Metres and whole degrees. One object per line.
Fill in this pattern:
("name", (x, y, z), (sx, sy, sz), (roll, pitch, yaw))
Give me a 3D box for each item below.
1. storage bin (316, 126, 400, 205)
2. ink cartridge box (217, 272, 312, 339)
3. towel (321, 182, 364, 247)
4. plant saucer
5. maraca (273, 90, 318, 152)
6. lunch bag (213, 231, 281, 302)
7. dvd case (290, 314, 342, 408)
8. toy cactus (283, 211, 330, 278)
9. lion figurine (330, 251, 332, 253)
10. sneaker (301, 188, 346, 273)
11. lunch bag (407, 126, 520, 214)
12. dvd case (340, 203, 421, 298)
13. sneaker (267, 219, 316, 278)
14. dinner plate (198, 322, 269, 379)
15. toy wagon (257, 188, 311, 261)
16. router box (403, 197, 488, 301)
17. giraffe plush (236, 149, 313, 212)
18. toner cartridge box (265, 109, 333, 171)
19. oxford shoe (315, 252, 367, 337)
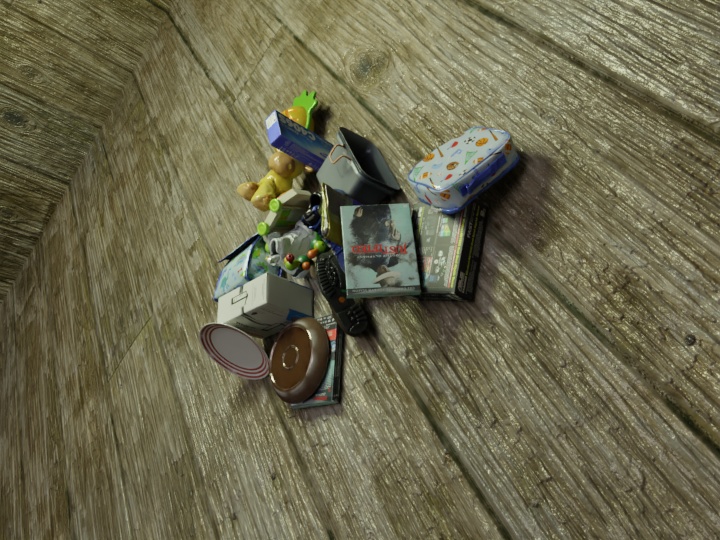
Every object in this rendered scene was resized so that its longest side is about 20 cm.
("storage bin", (-0.024, -0.215, 1.485), (0.134, 0.145, 0.200), (-49, 44, 25))
("ink cartridge box", (-0.235, 0.092, 1.569), (0.200, 0.146, 0.085), (-26, 56, 39))
("towel", (-0.006, -0.094, 1.354), (0.023, 0.199, 0.144), (-35, 44, 36))
("plant saucer", (-0.151, 0.201, 1.464), (0.200, 0.032, 0.201), (-21, 60, 41))
("maraca", (-0.176, -0.398, 1.752), (0.137, 0.107, 0.201), (25, 92, 46))
("lunch bag", (-0.292, -0.014, 1.704), (0.170, 0.127, 0.201), (-29, 40, 41))
("dvd case", (-0.100, 0.206, 1.459), (0.146, 0.022, 0.201), (-19, 59, 41))
("toy cactus", (-0.110, -0.046, 1.499), (0.102, 0.165, 0.200), (25, 52, 15))
("lion figurine", (0.000, 0.000, 1.418), (0.123, 0.072, 0.201), (-49, 48, 31))
("sneaker", (-0.067, -0.086, 1.367), (0.080, 0.115, 0.200), (-33, 68, 37))
("lunch bag", (0.196, -0.190, 1.226), (0.200, 0.076, 0.160), (-40, 33, -10))
("dvd case", (0.037, -0.042, 1.262), (0.022, 0.145, 0.201), (96, 171, -63))
("sneaker", (-0.152, -0.086, 1.556), (0.075, 0.115, 0.201), (22, 90, 49))
("dinner plate", (-0.307, 0.195, 1.586), (0.200, 0.200, 0.024), (-20, 30, 40))
("toy wagon", (-0.191, -0.111, 1.603), (0.040, 0.155, 0.200), (44, 114, 27))
("router box", (0.162, -0.041, 1.266), (0.149, 0.062, 0.201), (-1, 72, 48))
("giraffe plush", (-0.205, -0.242, 1.679), (0.163, 0.172, 0.200), (-58, 9, 17))
("toner cartridge box", (-0.144, -0.316, 1.611), (0.043, 0.200, 0.095), (-38, 49, 29))
("oxford shoe", (-0.052, 0.057, 1.411), (0.084, 0.072, 0.201), (112, 138, -69))
